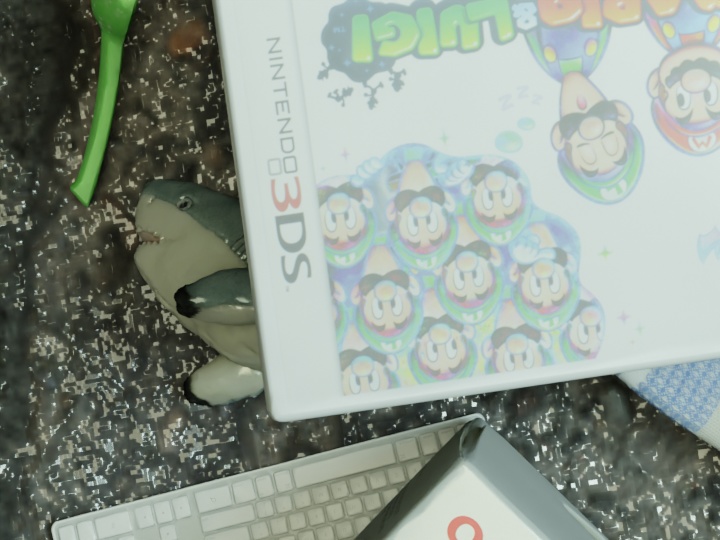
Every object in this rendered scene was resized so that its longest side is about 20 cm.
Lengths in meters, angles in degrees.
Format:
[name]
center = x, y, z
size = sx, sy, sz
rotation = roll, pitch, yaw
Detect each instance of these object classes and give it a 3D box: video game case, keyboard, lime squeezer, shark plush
[video game case]
center = 0.054, -0.049, 0.683
size = 0.199, 0.024, 0.183
rotation = -8, 100, -5
[keyboard]
center = -0.036, 0.114, 0.840
size = 0.199, 0.011, 0.057
rotation = -15, 86, 5
[lime squeezer]
center = -0.071, -0.121, 0.839
size = 0.200, 0.038, 0.071
rotation = -42, 84, 3
[shark plush]
center = 0.000, 0.000, 0.815
size = 0.199, 0.091, 0.084
rotation = -2, 57, 11

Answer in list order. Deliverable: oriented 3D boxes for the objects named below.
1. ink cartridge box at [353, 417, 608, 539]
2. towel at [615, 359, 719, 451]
[ink cartridge box]
center = 0.029, 0.181, 0.757
size = 0.145, 0.145, 0.200
rotation = 43, 94, 3
[towel]
center = 0.136, -0.020, 0.764
size = 0.200, 0.024, 0.147
rotation = 34, 80, -24
